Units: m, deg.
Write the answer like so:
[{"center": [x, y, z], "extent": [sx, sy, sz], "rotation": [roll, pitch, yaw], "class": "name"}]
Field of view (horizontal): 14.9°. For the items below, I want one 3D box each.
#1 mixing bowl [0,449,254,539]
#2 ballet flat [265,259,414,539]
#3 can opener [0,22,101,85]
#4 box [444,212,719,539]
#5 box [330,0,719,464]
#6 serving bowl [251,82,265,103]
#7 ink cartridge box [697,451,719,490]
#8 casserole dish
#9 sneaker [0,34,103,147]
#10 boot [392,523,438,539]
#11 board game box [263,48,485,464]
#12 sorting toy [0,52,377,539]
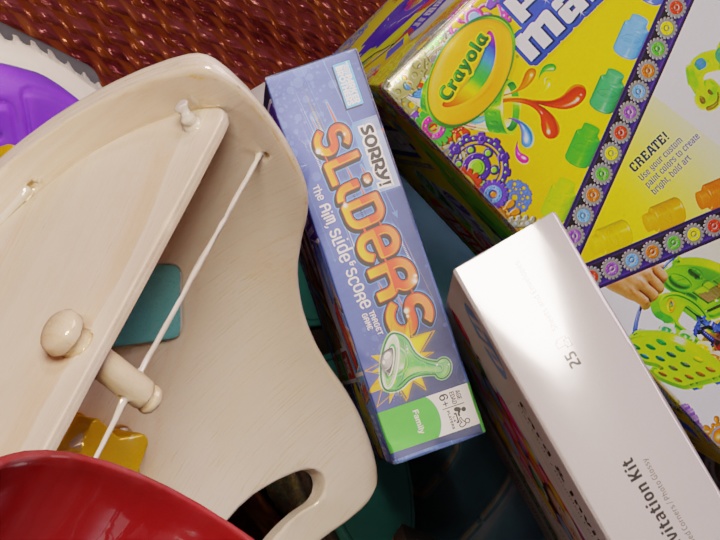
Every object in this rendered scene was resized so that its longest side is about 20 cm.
[{"center": [-0.059, 0.154, 0.713], "extent": [0.200, 0.108, 0.200], "rotation": [40, 17, -15], "class": "mixing bowl"}, {"center": [-0.032, 0.036, 1.124], "extent": [0.071, 0.070, 0.201], "rotation": [-5, 78, -68], "class": "ballet flat"}, {"center": [-0.171, -0.067, 0.967], "extent": [0.200, 0.053, 0.067], "rotation": [24, 57, -49], "class": "can opener"}, {"center": [0.081, 0.071, 0.920], "extent": [0.156, 0.041, 0.200], "rotation": [60, -5, 6], "class": "box"}, {"center": [0.100, -0.043, 1.032], "extent": [0.193, 0.122, 0.200], "rotation": [47, -2, -8], "class": "box"}, {"center": [0.022, -0.053, 1.271], "extent": [0.200, 0.199, 0.066], "rotation": [24, 66, -48], "class": "serving bowl"}, {"center": [0.191, 0.156, 1.068], "extent": [0.200, 0.197, 0.043], "rotation": [18, 21, 39], "class": "ink cartridge box"}, {"center": [0.015, 0.046, 1.157], "extent": [0.039, 0.121, 0.200], "rotation": [-12, 56, -49], "class": "casserole dish"}, {"center": [-0.097, -0.011, 0.942], "extent": [0.200, 0.070, 0.100], "rotation": [19, 39, -48], "class": "sneaker"}, {"center": [0.029, 0.144, 1.039], "extent": [0.073, 0.076, 0.200], "rotation": [28, 0, 8], "class": "boot"}, {"center": [0.000, 0.000, 1.000], "extent": [0.200, 0.034, 0.136], "rotation": [141, -70, -86], "class": "board game box"}, {"center": [-0.069, 0.067, 0.876], "extent": [0.107, 0.200, 0.180], "rotation": [-1, -37, 45], "class": "sorting toy"}]
